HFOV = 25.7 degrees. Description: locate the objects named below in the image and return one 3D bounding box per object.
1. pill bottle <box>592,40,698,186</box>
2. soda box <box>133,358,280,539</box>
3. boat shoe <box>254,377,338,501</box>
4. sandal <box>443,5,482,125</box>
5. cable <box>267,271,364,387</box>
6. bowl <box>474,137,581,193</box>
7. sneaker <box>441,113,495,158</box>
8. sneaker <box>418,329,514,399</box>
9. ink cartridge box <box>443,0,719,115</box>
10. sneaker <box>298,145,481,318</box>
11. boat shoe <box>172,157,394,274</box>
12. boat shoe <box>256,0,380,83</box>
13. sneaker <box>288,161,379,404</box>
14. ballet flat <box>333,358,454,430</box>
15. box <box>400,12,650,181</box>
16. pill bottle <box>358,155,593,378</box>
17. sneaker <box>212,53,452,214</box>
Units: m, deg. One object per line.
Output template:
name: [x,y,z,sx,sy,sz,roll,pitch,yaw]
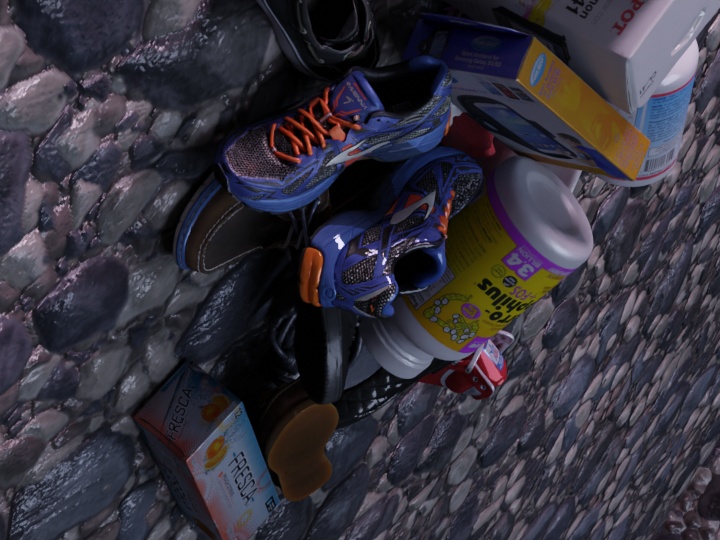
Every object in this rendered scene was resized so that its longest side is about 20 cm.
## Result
pill bottle: [0.276,-0.188,1.568,0.109,0.108,0.201,-41,152,-29]
soda box: [-0.123,0.157,1.299,0.068,0.063,0.201,-46,154,-20]
boat shoe: [-0.064,0.135,1.353,0.070,0.071,0.201,-25,158,-16]
sandal: [0.087,-0.191,1.266,0.050,0.082,0.204,33,89,-39]
cable: [-0.005,0.021,1.369,0.201,0.051,0.164,-50,155,-15]
bowl: [0.131,-0.083,1.407,0.203,0.090,0.201,-64,-177,6]
sneaker: [0.132,-0.175,1.340,0.201,0.086,0.074,-52,156,-9]
sneaker: [0.091,0.052,1.494,0.201,0.111,0.072,87,25,-56]
ink cartridge box: [0.165,-0.237,1.191,0.148,0.199,0.086,-52,154,-9]
sneaker: [0.037,-0.022,1.171,0.200,0.078,0.076,-43,152,-39]
boat shoe: [-0.052,-0.055,1.161,0.200,0.072,0.073,-41,151,-32]
boat shoe: [-0.023,-0.173,1.092,0.069,0.056,0.200,-56,155,-2]
sneaker: [-0.002,0.000,1.256,0.103,0.060,0.203,-9,97,-29]
ballet flat: [0.016,0.093,1.446,0.199,0.057,0.066,-33,-176,10]
box: [0.120,-0.132,1.192,0.199,0.118,0.042,29,82,-45]
pill bottle: [0.089,0.004,1.299,0.200,0.105,0.104,-42,164,29]
sneaker: [-0.017,-0.107,1.118,0.198,0.076,0.079,-27,160,-25]
